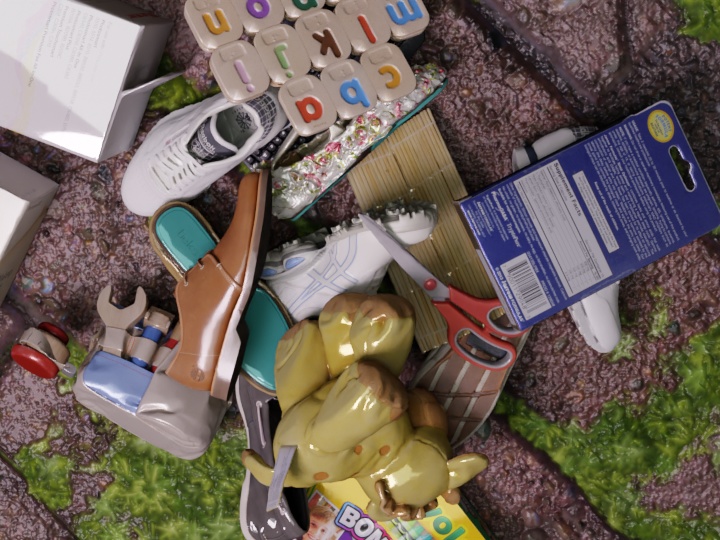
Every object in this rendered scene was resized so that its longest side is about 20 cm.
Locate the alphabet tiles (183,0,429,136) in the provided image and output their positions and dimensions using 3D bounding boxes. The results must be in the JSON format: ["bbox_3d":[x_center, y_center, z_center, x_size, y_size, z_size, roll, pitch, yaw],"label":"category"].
[{"bbox_3d":[-0.044,-0.216,1.178,0.200,0.015,0.196,-25,81,-22],"label":"alphabet tiles"}]

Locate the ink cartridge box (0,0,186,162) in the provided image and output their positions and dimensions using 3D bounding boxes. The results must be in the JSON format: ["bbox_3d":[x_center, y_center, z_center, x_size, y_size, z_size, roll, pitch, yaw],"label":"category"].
[{"bbox_3d":[-0.260,-0.182,1.204,0.200,0.129,0.125,22,103,1],"label":"ink cartridge box"}]

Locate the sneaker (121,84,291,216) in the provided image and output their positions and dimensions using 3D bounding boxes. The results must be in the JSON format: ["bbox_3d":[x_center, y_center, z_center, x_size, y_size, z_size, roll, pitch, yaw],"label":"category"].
[{"bbox_3d":[-0.146,-0.106,1.221,0.200,0.081,0.076,-34,102,28],"label":"sneaker"}]

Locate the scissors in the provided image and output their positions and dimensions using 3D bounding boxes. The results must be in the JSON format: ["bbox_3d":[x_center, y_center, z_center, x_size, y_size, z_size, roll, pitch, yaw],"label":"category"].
[{"bbox_3d":[0.062,0.023,1.169,0.200,0.014,0.073,28,111,-24],"label":"scissors"}]

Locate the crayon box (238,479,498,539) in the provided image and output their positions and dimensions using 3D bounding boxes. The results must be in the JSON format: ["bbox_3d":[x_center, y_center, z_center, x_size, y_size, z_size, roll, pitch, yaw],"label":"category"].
[{"bbox_3d":[0.016,0.251,1.306,0.172,0.058,0.200,-37,96,11],"label":"crayon box"}]

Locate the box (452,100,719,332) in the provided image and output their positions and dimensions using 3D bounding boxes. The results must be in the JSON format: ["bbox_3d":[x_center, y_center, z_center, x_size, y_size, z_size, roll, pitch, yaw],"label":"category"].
[{"bbox_3d":[0.192,-0.047,1.168,0.200,0.032,0.121,-26,95,-6],"label":"box"}]

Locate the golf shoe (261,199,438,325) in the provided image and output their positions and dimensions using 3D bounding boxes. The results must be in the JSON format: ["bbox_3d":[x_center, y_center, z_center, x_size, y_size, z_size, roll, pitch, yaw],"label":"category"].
[{"bbox_3d":[0.000,0.000,1.216,0.200,0.078,0.097,-21,92,43],"label":"golf shoe"}]

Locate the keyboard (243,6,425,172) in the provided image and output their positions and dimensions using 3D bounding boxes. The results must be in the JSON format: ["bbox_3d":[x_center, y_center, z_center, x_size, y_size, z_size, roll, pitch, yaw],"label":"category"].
[{"bbox_3d":[-0.041,-0.167,1.235,0.104,0.040,0.200,40,101,-5],"label":"keyboard"}]

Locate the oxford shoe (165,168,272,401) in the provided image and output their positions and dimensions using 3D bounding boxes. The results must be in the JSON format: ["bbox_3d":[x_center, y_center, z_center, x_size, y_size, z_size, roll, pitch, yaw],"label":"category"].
[{"bbox_3d":[-0.119,0.006,1.183,0.071,0.071,0.200,16,90,4],"label":"oxford shoe"}]

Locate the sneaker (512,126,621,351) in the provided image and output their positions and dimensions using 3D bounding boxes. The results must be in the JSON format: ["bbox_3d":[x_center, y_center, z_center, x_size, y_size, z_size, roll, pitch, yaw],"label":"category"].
[{"bbox_3d":[0.200,-0.026,1.223,0.080,0.076,0.200,-20,101,0],"label":"sneaker"}]

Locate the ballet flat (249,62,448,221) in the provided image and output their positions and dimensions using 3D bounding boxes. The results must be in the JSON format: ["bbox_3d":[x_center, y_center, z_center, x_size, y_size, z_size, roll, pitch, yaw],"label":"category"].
[{"bbox_3d":[-0.014,-0.124,1.215,0.200,0.076,0.064,-41,106,5],"label":"ballet flat"}]

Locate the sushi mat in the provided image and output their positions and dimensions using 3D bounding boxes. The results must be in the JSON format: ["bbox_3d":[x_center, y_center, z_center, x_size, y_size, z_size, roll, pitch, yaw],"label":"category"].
[{"bbox_3d":[0.059,-0.035,1.231,0.096,0.012,0.200,-25,78,12],"label":"sushi mat"}]

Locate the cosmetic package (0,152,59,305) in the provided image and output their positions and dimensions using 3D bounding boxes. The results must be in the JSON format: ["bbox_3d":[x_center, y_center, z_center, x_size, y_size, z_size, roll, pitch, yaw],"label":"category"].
[{"bbox_3d":[-0.358,-0.001,1.263,0.073,0.104,0.200,29,104,-3],"label":"cosmetic package"}]

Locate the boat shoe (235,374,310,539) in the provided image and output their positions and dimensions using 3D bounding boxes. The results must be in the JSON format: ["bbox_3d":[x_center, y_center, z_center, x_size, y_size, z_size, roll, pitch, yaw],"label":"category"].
[{"bbox_3d":[-0.072,0.147,1.257,0.057,0.067,0.200,-13,70,32],"label":"boat shoe"}]

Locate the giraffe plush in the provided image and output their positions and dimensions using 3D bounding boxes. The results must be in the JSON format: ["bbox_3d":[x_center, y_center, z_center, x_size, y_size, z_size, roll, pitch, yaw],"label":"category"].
[{"bbox_3d":[0.018,0.136,1.166,0.162,0.172,0.200,31,72,-28],"label":"giraffe plush"}]

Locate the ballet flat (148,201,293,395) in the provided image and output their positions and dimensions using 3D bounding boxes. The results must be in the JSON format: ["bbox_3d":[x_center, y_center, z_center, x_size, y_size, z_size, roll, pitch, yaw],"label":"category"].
[{"bbox_3d":[-0.118,0.024,1.249,0.069,0.063,0.200,-33,89,-12],"label":"ballet flat"}]

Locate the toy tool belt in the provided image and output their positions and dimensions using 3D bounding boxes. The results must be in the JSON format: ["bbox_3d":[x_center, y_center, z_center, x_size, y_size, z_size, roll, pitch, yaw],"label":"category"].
[{"bbox_3d":[-0.202,0.076,1.273,0.200,0.125,0.123,30,65,-5],"label":"toy tool belt"}]

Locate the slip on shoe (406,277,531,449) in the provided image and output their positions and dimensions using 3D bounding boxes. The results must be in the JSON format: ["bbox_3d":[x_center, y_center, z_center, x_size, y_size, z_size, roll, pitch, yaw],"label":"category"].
[{"bbox_3d":[0.100,0.077,1.253,0.076,0.061,0.200,28,96,2],"label":"slip on shoe"}]
